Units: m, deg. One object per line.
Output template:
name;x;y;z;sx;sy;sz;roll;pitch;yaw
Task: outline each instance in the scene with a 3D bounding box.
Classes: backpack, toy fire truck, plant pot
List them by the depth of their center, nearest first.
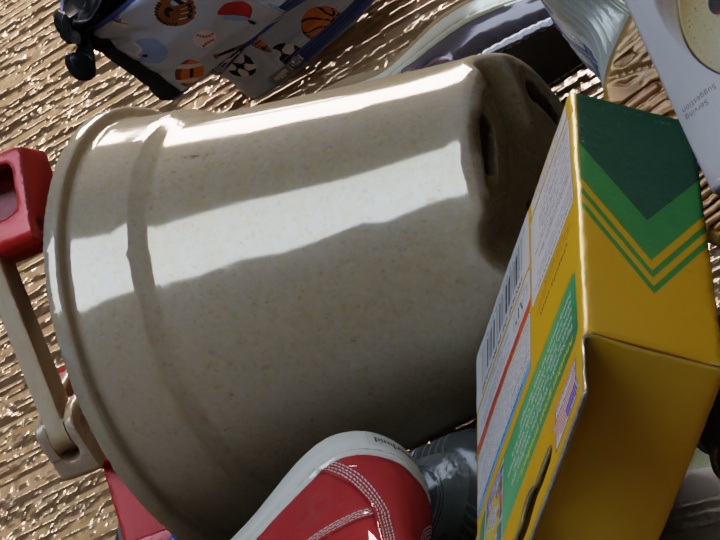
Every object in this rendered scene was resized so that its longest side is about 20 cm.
plant pot;0.000;0.000;1.153;0.183;0.200;0.201;-19;47;27
toy fire truck;-0.111;0.056;1.174;0.049;0.141;0.201;-21;76;17
backpack;-0.057;-0.194;1.402;0.190;0.154;0.200;-39;42;35

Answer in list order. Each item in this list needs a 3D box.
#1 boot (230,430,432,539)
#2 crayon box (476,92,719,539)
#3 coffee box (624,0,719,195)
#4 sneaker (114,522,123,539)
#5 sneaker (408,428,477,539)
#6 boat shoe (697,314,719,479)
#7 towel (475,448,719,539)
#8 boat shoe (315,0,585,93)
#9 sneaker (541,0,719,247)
boot;-0.041;0.167;1.019;0.200;0.072;0.144;-53;18;17
crayon box;0.080;0.042;0.963;0.200;0.051;0.126;-84;10;-59
coffee box;0.197;-0.119;0.969;0.200;0.080;0.113;-38;58;30
sneaker;-0.084;0.054;1.279;0.074;0.087;0.200;-8;56;47
sneaker;-0.020;0.130;1.114;0.200;0.090;0.067;-41;58;30
boat shoe;0.192;0.008;0.921;0.200;0.074;0.073;-50;43;23
towel;0.093;0.124;0.978;0.149;0.031;0.200;-15;31;33
boat shoe;0.039;-0.069;1.255;0.200;0.072;0.065;-26;58;27
sneaker;0.128;-0.093;1.143;0.075;0.088;0.200;-32;71;10
